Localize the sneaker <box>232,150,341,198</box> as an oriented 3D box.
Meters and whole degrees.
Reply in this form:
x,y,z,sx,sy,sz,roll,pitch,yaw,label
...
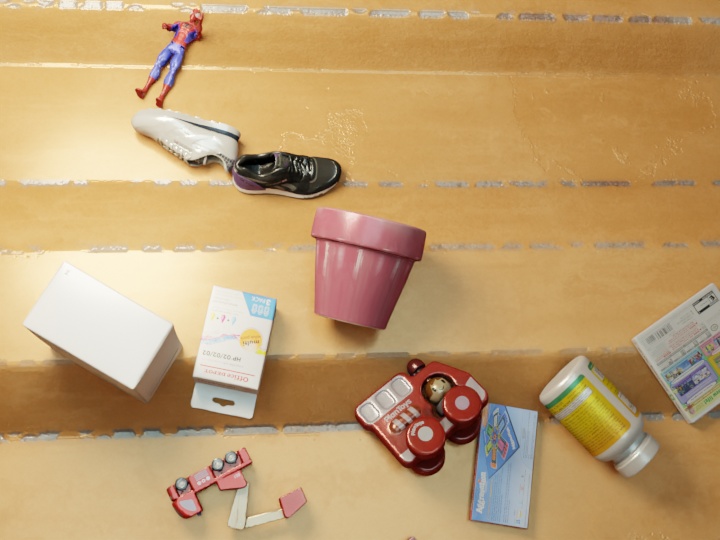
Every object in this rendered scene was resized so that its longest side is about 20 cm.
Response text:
x,y,z,sx,sy,sz,roll,pitch,yaw,label
-0.129,-0.176,1.673,0.197,0.088,0.077,-5,75,-9,sneaker

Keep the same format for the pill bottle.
x,y,z,sx,sy,sz,roll,pitch,yaw,label
0.415,0.255,1.616,0.113,0.113,0.200,-43,84,-15,pill bottle

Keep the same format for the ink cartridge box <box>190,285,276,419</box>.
x,y,z,sx,sy,sz,roll,pitch,yaw,label
-0.216,0.140,1.589,0.114,0.068,0.202,11,74,-4,ink cartridge box

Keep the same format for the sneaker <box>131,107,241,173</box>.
x,y,z,sx,sy,sz,roll,pitch,yaw,label
-0.317,-0.234,1.676,0.197,0.076,0.082,12,83,-2,sneaker

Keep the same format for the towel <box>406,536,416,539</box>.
x,y,z,sx,sy,sz,roll,pitch,yaw,label
0.050,0.555,1.538,0.199,0.023,0.145,-34,84,-13,towel

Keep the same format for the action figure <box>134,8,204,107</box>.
x,y,z,sx,sy,sz,roll,pitch,yaw,label
-0.341,-0.408,1.707,0.065,0.099,0.202,25,71,-1,action figure

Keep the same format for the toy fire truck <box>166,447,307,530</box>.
x,y,z,sx,sy,sz,roll,pitch,yaw,label
-0.203,0.372,1.539,0.198,0.049,0.142,-26,80,-13,toy fire truck

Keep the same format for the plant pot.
x,y,z,sx,sy,sz,roll,pitch,yaw,label
0.000,0.000,1.601,0.198,0.200,0.181,13,90,-3,plant pot

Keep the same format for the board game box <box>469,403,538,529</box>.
x,y,z,sx,sy,sz,roll,pitch,yaw,label
0.249,0.337,1.621,0.102,0.019,0.203,10,74,-6,board game box

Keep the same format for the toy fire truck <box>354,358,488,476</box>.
x,y,z,sx,sy,sz,roll,pitch,yaw,label
0.110,0.235,1.593,0.199,0.113,0.168,-38,64,-16,toy fire truck

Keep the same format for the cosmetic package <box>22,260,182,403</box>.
x,y,z,sx,sy,sz,roll,pitch,yaw,label
-0.406,0.105,1.505,0.198,0.200,0.124,30,73,2,cosmetic package

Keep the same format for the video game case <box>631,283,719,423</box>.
x,y,z,sx,sy,sz,roll,pitch,yaw,label
0.625,0.150,1.717,0.199,0.022,0.183,-31,81,-15,video game case
